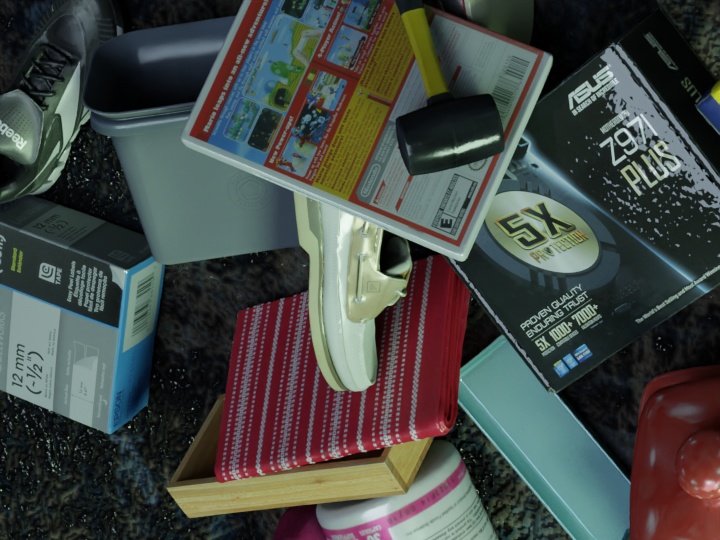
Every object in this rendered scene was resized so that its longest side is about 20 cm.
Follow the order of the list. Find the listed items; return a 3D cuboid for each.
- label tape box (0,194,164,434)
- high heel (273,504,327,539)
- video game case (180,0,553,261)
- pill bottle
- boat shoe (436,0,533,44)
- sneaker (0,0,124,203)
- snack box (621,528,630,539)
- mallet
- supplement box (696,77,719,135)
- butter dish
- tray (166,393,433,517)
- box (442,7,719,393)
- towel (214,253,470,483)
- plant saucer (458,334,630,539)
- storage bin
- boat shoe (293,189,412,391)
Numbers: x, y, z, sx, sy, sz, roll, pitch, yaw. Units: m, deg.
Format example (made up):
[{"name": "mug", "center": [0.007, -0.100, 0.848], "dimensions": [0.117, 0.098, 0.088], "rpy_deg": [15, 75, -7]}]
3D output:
[{"name": "label tape box", "center": [-0.253, 0.021, 1.785], "dimensions": [0.199, 0.066, 0.144], "rpy_deg": [19, 119, 18]}, {"name": "high heel", "center": [-0.054, 0.252, 1.762], "dimensions": [0.067, 0.096, 0.201], "rpy_deg": [32, 122, 12]}, {"name": "video game case", "center": [0.004, -0.108, 1.481], "dimensions": [0.199, 0.017, 0.144], "rpy_deg": [23, 81, 11]}, {"name": "pill bottle", "center": [0.058, 0.234, 1.685], "dimensions": [0.113, 0.113, 0.201], "rpy_deg": [-19, 102, 33]}, {"name": "boat shoe", "center": [0.059, -0.216, 1.513], "dimensions": [0.062, 0.071, 0.201], "rpy_deg": [1, 117, 39]}, {"name": "sneaker", "center": [-0.233, -0.121, 1.695], "dimensions": [0.066, 0.090, 0.200], "rpy_deg": [37, 123, 8]}, {"name": "snack box", "center": [0.276, 0.246, 1.609], "dimensions": [0.116, 0.037, 0.201], "rpy_deg": [-28, 97, 22]}, {"name": "mallet", "center": [0.025, -0.151, 1.462], "dimensions": [0.066, 0.041, 0.201], "rpy_deg": [-22, 71, -5]}, {"name": "supplement box", "center": [0.316, -0.134, 1.390], "dimensions": [0.110, 0.109, 0.200], "rpy_deg": [48, 125, 2]}, {"name": "butter dish", "center": [0.244, 0.139, 1.487], "dimensions": [0.199, 0.148, 0.201], "rpy_deg": [-5, 70, 29]}, {"name": "tray", "center": [-0.037, 0.124, 1.683], "dimensions": [0.199, 0.099, 0.037], "rpy_deg": [-11, 126, 37]}, {"name": "box", "center": [0.159, -0.043, 1.527], "dimensions": [0.200, 0.086, 0.164], "rpy_deg": [-36, 92, 35]}, {"name": "towel", "center": [-0.012, 0.070, 1.649], "dimensions": [0.199, 0.145, 0.022], "rpy_deg": [-15, 142, 32]}, {"name": "plant saucer", "center": [0.146, 0.135, 1.654], "dimensions": [0.200, 0.019, 0.070], "rpy_deg": [50, 124, 1]}, {"name": "storage bin", "center": [-0.076, -0.092, 1.598], "dimensions": [0.199, 0.146, 0.135], "rpy_deg": [-7, 120, 4]}, {"name": "boat shoe", "center": [0.000, 0.000, 1.550], "dimensions": [0.068, 0.075, 0.201], "rpy_deg": [-3, 129, 7]}]
